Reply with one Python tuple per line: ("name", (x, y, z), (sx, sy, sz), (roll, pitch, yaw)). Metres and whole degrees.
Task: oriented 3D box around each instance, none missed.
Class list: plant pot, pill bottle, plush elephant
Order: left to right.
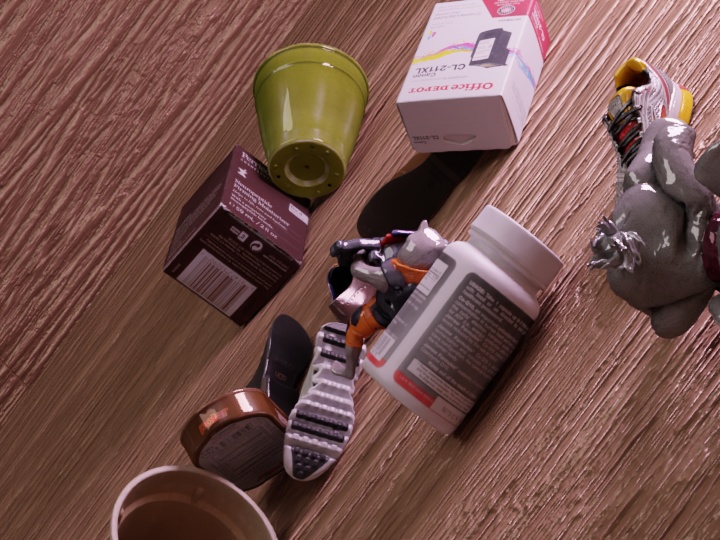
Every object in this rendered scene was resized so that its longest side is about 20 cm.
("plant pot", (-0.211, 0.350, 1.420), (0.184, 0.198, 0.202), (-55, 14, 34))
("plant pot", (-0.085, -0.230, 2.130), (0.200, 0.199, 0.195), (-39, 35, 36))
("pill bottle", (0.102, 0.046, 1.264), (0.201, 0.113, 0.114), (-53, 18, 1))
("plush elephant", (0.266, -0.023, 0.957), (0.199, 0.153, 0.168), (-20, -67, -63))

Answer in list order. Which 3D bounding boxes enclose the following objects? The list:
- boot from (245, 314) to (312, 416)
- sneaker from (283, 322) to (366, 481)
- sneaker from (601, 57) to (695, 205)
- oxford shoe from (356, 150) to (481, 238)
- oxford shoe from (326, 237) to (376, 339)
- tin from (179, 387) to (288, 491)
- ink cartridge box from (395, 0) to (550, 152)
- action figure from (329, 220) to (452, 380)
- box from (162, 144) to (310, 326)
("boot", (-0.149, 0.167, 1.738), (0.174, 0.069, 0.201), (-40, 25, 35))
("sneaker", (-0.045, 0.161, 1.512), (0.081, 0.074, 0.202), (118, 173, -53))
("sneaker", (0.259, -0.122, 1.227), (0.078, 0.082, 0.201), (-38, 25, 39))
("oxford shoe", (0.075, -0.111, 1.689), (0.199, 0.071, 0.071), (-41, 15, 2))
("oxford shoe", (0.000, 0.000, 1.659), (0.071, 0.073, 0.201), (-44, 21, 28))
("tin", (-0.135, 0.199, 1.495), (0.111, 0.200, 0.042), (-30, 61, 2))
("ink cartridge box", (0.145, -0.250, 1.640), (0.144, 0.083, 0.202), (-1, 47, 25))
("action figure", (0.065, 0.031, 1.359), (0.195, 0.197, 0.105), (102, 157, -43))
("box", (-0.196, -0.057, 2.093), (0.164, 0.165, 0.201), (-45, 21, 26))
